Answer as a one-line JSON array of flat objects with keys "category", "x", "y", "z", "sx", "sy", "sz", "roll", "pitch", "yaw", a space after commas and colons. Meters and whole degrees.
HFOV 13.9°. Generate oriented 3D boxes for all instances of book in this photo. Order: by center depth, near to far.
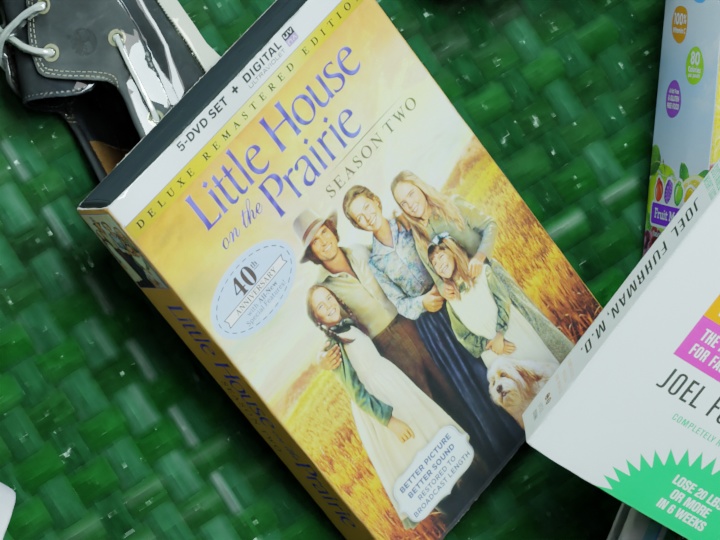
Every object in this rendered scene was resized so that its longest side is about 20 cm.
[{"category": "book", "x": 0.171, "y": 0.015, "z": 1.108, "sx": 0.134, "sy": 0.048, "sz": 0.200, "roll": 30, "pitch": 110, "yaw": -15}]

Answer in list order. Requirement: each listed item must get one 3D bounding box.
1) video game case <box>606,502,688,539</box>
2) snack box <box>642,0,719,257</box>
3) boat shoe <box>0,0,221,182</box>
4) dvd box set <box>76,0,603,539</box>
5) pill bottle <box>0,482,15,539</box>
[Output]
[{"category": "video game case", "x": 0.199, "y": 0.114, "z": 1.187, "sx": 0.200, "sy": 0.024, "sz": 0.182, "roll": 17, "pitch": 107, "yaw": -14}, {"category": "snack box", "x": 0.212, "y": -0.078, "z": 1.238, "sx": 0.169, "sy": 0.068, "sz": 0.200, "roll": 3, "pitch": 97, "yaw": -19}, {"category": "boat shoe", "x": -0.111, "y": -0.095, "z": 1.161, "sx": 0.068, "sy": 0.072, "sz": 0.200, "roll": -36, "pitch": 93, "yaw": -24}, {"category": "dvd box set", "x": 0.000, "y": 0.000, "z": 1.161, "sx": 0.146, "sy": 0.029, "sz": 0.200, "roll": -47, "pitch": 114, "yaw": -23}, {"category": "pill bottle", "x": -0.231, "y": 0.074, "z": 1.050, "sx": 0.200, "sy": 0.120, "sz": 0.120, "roll": 28, "pitch": 69, "yaw": -10}]
